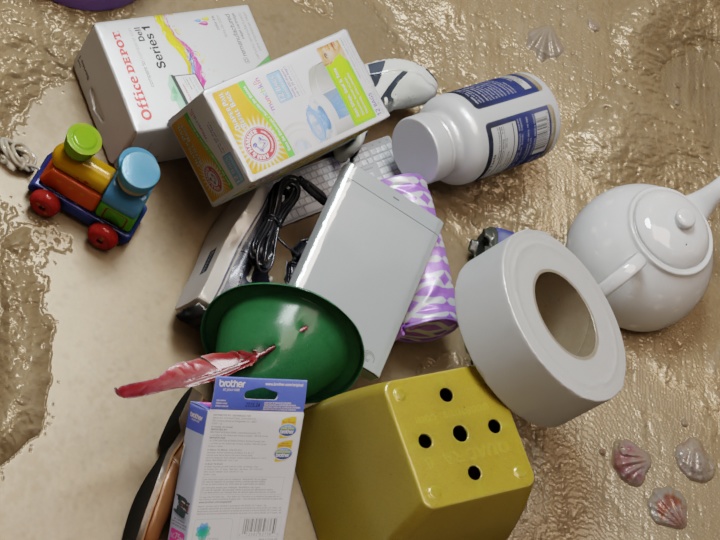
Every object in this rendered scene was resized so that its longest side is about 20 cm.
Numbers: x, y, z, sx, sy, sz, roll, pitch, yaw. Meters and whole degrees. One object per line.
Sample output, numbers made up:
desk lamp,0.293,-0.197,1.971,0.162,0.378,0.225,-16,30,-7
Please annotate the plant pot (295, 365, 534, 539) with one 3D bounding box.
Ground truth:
plant pot,0.065,0.198,1.635,0.199,0.176,0.201,-8,67,-30

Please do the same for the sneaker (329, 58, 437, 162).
sneaker,0.005,-0.179,1.863,0.199,0.080,0.130,2,59,-25

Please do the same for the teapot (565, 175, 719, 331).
teapot,0.354,-0.029,1.921,0.197,0.146,0.201,12,60,-20

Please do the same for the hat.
hat,-0.109,0.126,1.573,0.199,0.166,0.176,1,37,13

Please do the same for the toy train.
toy train,-0.308,-0.116,1.655,0.200,0.116,0.085,31,54,-9

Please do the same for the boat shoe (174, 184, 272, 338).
boat shoe,-0.125,0.000,1.722,0.093,0.075,0.200,40,53,-21

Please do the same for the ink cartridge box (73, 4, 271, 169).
ink cartridge box,-0.201,-0.209,1.777,0.200,0.084,0.145,-13,71,-32

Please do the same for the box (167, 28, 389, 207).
box,-0.088,-0.164,1.706,0.200,0.101,0.113,-28,91,-32

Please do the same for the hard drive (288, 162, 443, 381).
hard drive,0.000,0.000,1.710,0.132,0.027,0.200,32,66,-18

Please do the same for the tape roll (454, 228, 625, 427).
tape roll,0.190,0.059,1.654,0.202,0.071,0.203,31,42,-33

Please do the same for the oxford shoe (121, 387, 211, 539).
oxford shoe,-0.179,0.212,1.574,0.071,0.071,0.200,33,53,-13

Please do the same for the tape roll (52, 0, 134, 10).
tape roll,-0.316,-0.407,1.828,0.199,0.085,0.201,11,60,-20

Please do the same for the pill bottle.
pill bottle,0.137,-0.166,1.900,0.200,0.111,0.111,-20,74,-37

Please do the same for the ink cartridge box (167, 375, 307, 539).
ink cartridge box,-0.121,0.199,1.549,0.119,0.042,0.201,6,98,-40

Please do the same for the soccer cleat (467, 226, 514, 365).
soccer cleat,0.170,0.041,1.842,0.083,0.065,0.201,17,58,-24

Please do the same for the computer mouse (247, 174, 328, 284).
computer mouse,-0.047,-0.013,1.749,0.200,0.046,0.141,37,54,-33

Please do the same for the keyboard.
keyboard,-0.029,-0.106,1.854,0.200,0.011,0.056,-23,76,-34

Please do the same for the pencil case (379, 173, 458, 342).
pencil case,0.055,-0.016,1.800,0.085,0.084,0.201,5,61,-41
